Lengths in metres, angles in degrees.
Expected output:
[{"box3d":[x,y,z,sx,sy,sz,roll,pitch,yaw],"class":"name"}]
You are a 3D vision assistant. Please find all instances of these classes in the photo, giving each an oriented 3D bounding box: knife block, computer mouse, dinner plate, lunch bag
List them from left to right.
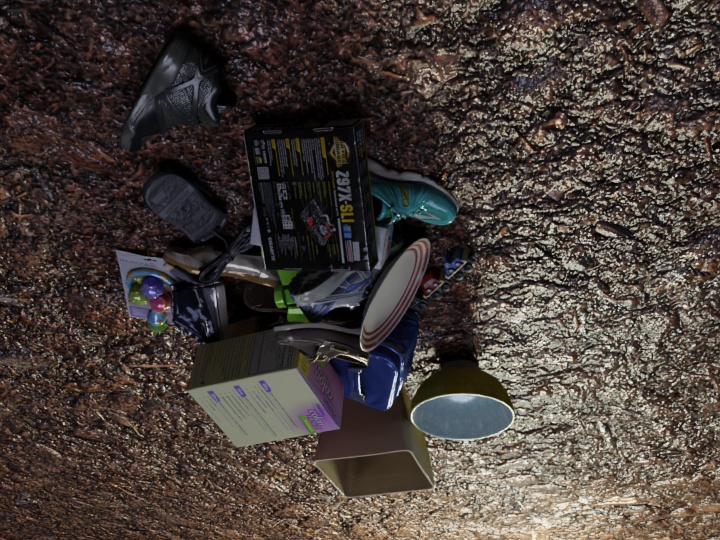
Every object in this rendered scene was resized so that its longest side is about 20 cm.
[{"box3d":[-0.264,-0.065,1.225,0.140,0.046,0.200,-46,128,10],"class":"computer mouse"},{"box3d":[-0.187,0.120,1.443,0.199,0.064,0.176,0,162,5],"class":"knife block"},{"box3d":[0.019,0.151,1.428,0.135,0.133,0.200,17,145,11],"class":"lunch bag"},{"box3d":[0.049,0.034,1.267,0.024,0.200,0.201,29,147,17],"class":"dinner plate"}]

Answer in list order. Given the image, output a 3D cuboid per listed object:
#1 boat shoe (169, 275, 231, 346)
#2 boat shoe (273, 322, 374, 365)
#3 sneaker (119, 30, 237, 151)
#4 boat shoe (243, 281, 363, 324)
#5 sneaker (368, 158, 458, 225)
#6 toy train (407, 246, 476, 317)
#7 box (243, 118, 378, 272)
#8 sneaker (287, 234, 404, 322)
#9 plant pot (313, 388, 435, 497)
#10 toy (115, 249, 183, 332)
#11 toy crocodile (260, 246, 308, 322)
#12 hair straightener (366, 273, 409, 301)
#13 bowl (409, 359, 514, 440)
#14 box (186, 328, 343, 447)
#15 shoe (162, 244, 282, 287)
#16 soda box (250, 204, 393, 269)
[{"box3d":[-0.274,0.099,1.394,0.092,0.075,0.201,-10,113,-16],"class":"boat shoe"},{"box3d":[-0.054,0.114,1.261,0.072,0.060,0.200,-5,170,40],"class":"boat shoe"},{"box3d":[-0.233,-0.204,1.041,0.114,0.076,0.199,30,131,-22],"class":"sneaker"},{"box3d":[-0.093,0.045,1.379,0.201,0.075,0.075,10,178,3],"class":"boat shoe"},{"box3d":[0.045,-0.096,1.161,0.199,0.080,0.078,14,142,-16],"class":"sneaker"},{"box3d":[0.126,0.019,1.352,0.046,0.034,0.200,29,138,-15],"class":"toy train"},{"box3d":[-0.065,-0.098,1.094,0.159,0.049,0.201,0,112,18],"class":"box"},{"box3d":[-0.015,0.011,1.254,0.199,0.077,0.085,-29,125,-14],"class":"sneaker"},{"box3d":[0.033,0.338,1.666,0.199,0.178,0.200,-10,142,16],"class":"plant pot"},{"box3d":[-0.362,0.049,1.412,0.115,0.047,0.200,10,146,-1],"class":"toy"},{"box3d":[-0.109,-0.004,1.279,0.067,0.062,0.201,-8,112,11],"class":"toy crocodile"},{"box3d":[0.000,0.000,1.330,0.199,0.041,0.077,28,151,-21],"class":"hair straightener"},{"box3d":[0.196,0.240,1.580,0.199,0.108,0.201,2,143,2],"class":"bowl"},{"box3d":[-0.153,0.194,1.352,0.199,0.097,0.176,-13,133,18],"class":"box"},{"box3d":[-0.220,-0.017,1.319,0.199,0.070,0.054,11,100,-3],"class":"shoe"},{"box3d":[-0.056,-0.057,1.182,0.199,0.068,0.064,11,108,8],"class":"soda box"}]
